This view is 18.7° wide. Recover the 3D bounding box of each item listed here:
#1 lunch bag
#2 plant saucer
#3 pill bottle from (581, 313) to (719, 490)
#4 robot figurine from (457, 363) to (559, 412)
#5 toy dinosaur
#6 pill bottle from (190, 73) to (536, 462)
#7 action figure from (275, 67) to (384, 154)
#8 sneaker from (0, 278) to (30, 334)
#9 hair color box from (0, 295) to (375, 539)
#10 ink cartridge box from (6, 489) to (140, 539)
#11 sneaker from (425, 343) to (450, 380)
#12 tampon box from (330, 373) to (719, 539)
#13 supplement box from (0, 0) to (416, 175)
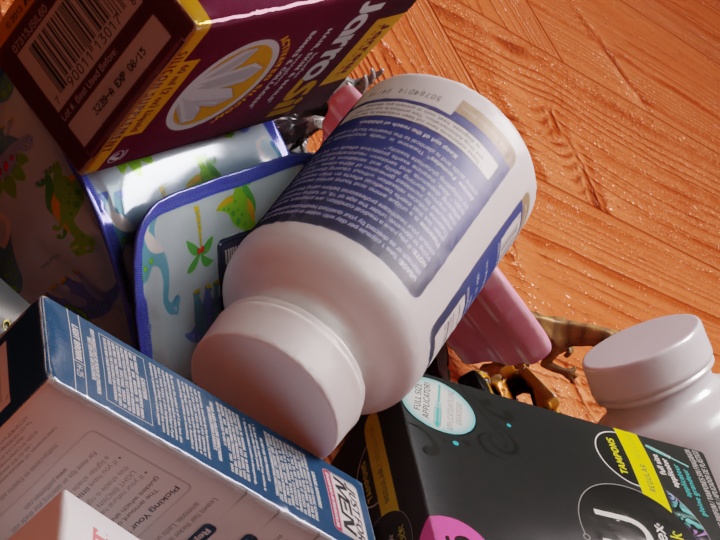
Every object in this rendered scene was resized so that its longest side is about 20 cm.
[{"bbox_3d":[-0.109,-0.023,1.134,0.170,0.127,0.201,-22,81,-52],"label":"lunch bag"},{"bbox_3d":[0.036,-0.018,1.303,0.201,0.051,0.201,52,1,-1],"label":"plant saucer"},{"bbox_3d":[0.215,0.136,1.416,0.111,0.110,0.201,-52,122,-68],"label":"pill bottle"},{"bbox_3d":[0.128,0.141,1.362,0.201,0.058,0.145,57,0,16],"label":"robot figurine"},{"bbox_3d":[0.088,0.042,1.469,0.198,0.106,0.061,2,69,-8],"label":"toy dinosaur"},{"bbox_3d":[0.000,0.000,1.092,0.111,0.111,0.200,44,50,-8],"label":"pill bottle"},{"bbox_3d":[-0.013,-0.079,1.451,0.199,0.102,0.120,18,48,-53],"label":"action figure"},{"bbox_3d":[-0.202,0.025,0.956,0.106,0.075,0.200,40,22,-14],"label":"sneaker"},{"bbox_3d":[-0.096,0.104,0.990,0.199,0.100,0.061,34,24,-32],"label":"hair color box"},{"bbox_3d":[-0.075,0.205,0.885,0.200,0.084,0.145,37,24,-24],"label":"ink cartridge box"},{"bbox_3d":[0.015,0.085,1.289,0.087,0.075,0.200,25,19,-24],"label":"sneaker"},{"bbox_3d":[0.086,0.163,1.132,0.199,0.127,0.150,16,34,-24],"label":"tampon box"},{"bbox_3d":[-0.070,-0.129,1.076,0.086,0.110,0.199,53,36,12],"label":"supplement box"}]
